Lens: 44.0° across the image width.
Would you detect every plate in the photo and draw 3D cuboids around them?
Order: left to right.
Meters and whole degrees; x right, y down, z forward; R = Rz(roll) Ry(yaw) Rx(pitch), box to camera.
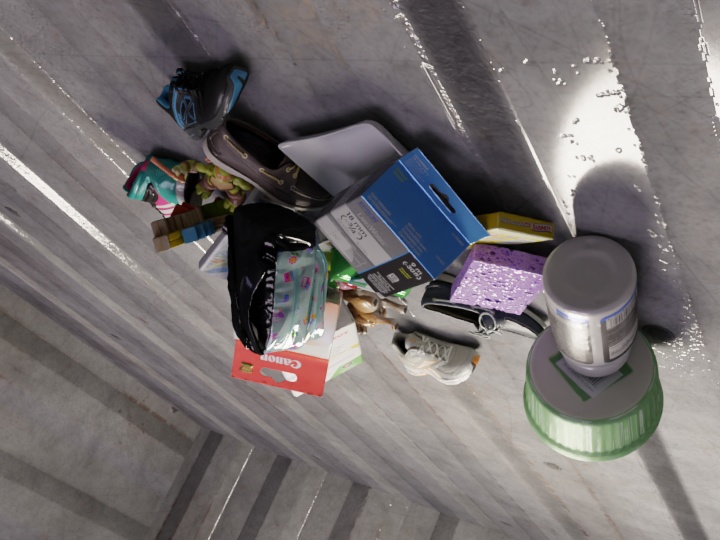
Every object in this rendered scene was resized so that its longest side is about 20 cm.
[{"bbox_3d":[0.018,-0.127,1.173,0.199,0.033,0.199,40,155,-31],"label":"plate"}]

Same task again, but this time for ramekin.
[{"bbox_3d":[0.326,0.157,1.259,0.198,0.201,0.098,15,150,25],"label":"ramekin"}]

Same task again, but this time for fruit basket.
[{"bbox_3d":[0.000,0.000,1.322,0.184,0.095,0.200,16,154,-27],"label":"fruit basket"}]

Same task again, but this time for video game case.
[{"bbox_3d":[-0.120,-0.038,1.356,0.181,0.022,0.200,22,129,-30],"label":"video game case"}]

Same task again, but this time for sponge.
[{"bbox_3d":[0.195,0.015,1.251,0.110,0.030,0.200,12,163,0],"label":"sponge"}]

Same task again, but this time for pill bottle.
[{"bbox_3d":[0.299,0.053,1.149,0.113,0.114,0.200,16,155,25],"label":"pill bottle"}]

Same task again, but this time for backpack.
[{"bbox_3d":[-0.117,0.019,1.244,0.125,0.202,0.167,-7,-159,-25],"label":"backpack"}]

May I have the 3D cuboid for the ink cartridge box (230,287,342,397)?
[{"bbox_3d":[-0.123,0.109,1.391,0.160,0.050,0.202,12,114,2],"label":"ink cartridge box"}]

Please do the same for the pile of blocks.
[{"bbox_3d":[-0.258,-0.087,1.437,0.081,0.200,0.063,-7,104,36],"label":"pile of blocks"}]

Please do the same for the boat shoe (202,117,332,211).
[{"bbox_3d":[-0.118,-0.147,1.236,0.199,0.072,0.059,28,145,-21],"label":"boat shoe"}]

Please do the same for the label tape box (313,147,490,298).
[{"bbox_3d":[0.046,-0.053,1.125,0.144,0.063,0.200,48,150,-11],"label":"label tape box"}]

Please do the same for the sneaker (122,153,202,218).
[{"bbox_3d":[-0.338,-0.127,1.507,0.120,0.084,0.200,20,151,2],"label":"sneaker"}]

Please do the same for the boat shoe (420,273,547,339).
[{"bbox_3d":[0.191,0.069,1.386,0.198,0.062,0.075,25,157,3],"label":"boat shoe"}]

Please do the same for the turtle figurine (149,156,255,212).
[{"bbox_3d":[-0.218,-0.142,1.362,0.198,0.065,0.161,12,171,-10],"label":"turtle figurine"}]

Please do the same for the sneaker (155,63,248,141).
[{"bbox_3d":[-0.209,-0.225,1.153,0.082,0.074,0.199,36,156,-20],"label":"sneaker"}]

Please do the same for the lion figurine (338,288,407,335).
[{"bbox_3d":[0.005,0.051,1.548,0.122,0.073,0.200,16,155,27],"label":"lion figurine"}]

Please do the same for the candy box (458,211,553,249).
[{"bbox_3d":[0.145,-0.049,1.167,0.101,0.027,0.199,10,171,-36],"label":"candy box"}]

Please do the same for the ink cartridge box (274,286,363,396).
[{"bbox_3d":[-0.081,0.125,1.549,0.084,0.144,0.200,60,172,24],"label":"ink cartridge box"}]

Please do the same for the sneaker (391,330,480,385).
[{"bbox_3d":[0.130,0.154,1.645,0.199,0.076,0.092,-3,140,50],"label":"sneaker"}]
